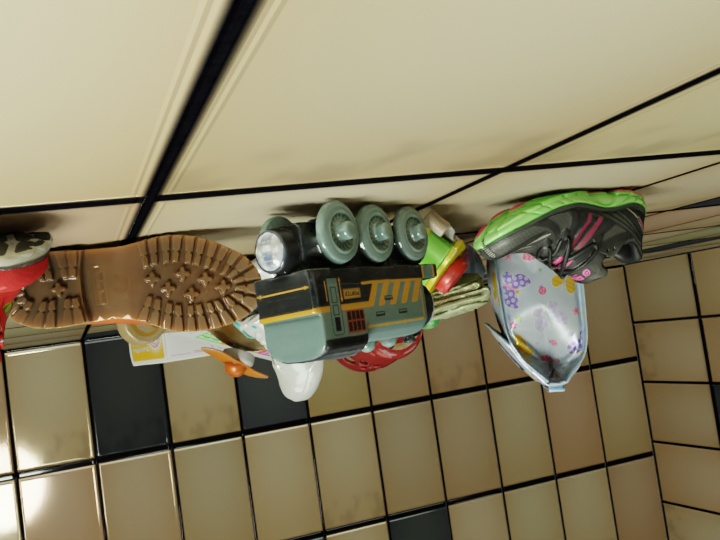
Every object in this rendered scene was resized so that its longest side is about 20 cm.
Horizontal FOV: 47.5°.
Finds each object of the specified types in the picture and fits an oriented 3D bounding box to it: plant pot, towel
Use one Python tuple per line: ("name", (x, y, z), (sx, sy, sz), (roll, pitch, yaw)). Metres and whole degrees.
("plant pot", (0.040, 0.128, 1.897), (0.198, 0.203, 0.182), (-6, 172, -31))
("towel", (0.075, 0.040, 0.939), (0.147, 0.037, 0.200), (-16, -179, 6))

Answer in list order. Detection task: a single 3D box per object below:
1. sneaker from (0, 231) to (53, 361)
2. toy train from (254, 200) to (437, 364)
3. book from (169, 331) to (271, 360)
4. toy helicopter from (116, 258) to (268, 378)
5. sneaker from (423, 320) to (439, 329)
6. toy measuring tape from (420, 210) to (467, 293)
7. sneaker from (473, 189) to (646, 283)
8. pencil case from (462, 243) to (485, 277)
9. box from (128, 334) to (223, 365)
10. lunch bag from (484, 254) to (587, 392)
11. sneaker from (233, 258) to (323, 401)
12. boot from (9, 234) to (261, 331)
("sneaker", (-0.249, 0.023, 0.537), (0.076, 0.086, 0.199), (-6, 176, -36))
("toy train", (-0.006, 0.009, 0.652), (0.084, 0.116, 0.199), (-10, 176, 35))
("book", (-0.121, 0.071, 1.002), (0.198, 0.049, 0.133), (19, 152, -32))
("toy helicopter", (-0.154, 0.054, 0.849), (0.198, 0.134, 0.079), (-5, 176, -38))
("sneaker", (0.008, 0.061, 1.079), (0.197, 0.084, 0.074), (6, 151, 4))
("toy measuring tape", (0.067, -0.013, 0.800), (0.073, 0.075, 0.200), (-9, 175, 9))
("sneaker", (0.198, -0.029, 0.770), (0.198, 0.085, 0.077), (-7, 175, -25))
("pencil case", (0.111, 0.010, 1.138), (0.090, 0.084, 0.200), (13, 174, -3))
("box", (-0.227, 0.073, 1.198), (0.198, 0.103, 0.112), (-5, 175, -41))
("lunch bag", (0.215, 0.045, 1.017), (0.125, 0.203, 0.170), (-9, 177, 8))
("sneaker", (-0.085, 0.056, 0.820), (0.088, 0.202, 0.075), (-14, -139, -24))
("boot", (-0.180, 0.011, 0.681), (0.197, 0.076, 0.107), (1, 178, -6))
